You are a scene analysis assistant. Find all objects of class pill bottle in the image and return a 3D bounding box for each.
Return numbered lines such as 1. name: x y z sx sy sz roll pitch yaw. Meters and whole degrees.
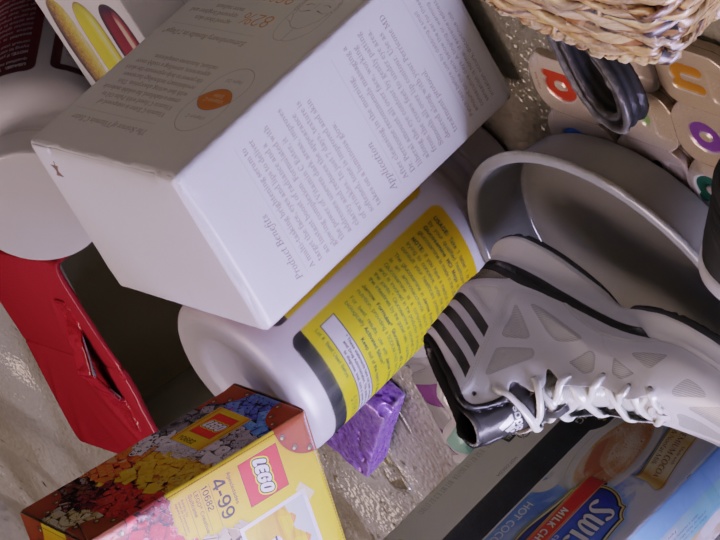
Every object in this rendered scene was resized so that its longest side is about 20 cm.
1. pill bottle: 0.000 0.000 1.616 0.112 0.200 0.113 38 156 20
2. pill bottle: -0.193 -0.103 1.770 0.112 0.200 0.113 1 131 1

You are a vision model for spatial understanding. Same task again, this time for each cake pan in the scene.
1. cake pan: 0.145 0.003 1.533 0.200 0.037 0.201 36 155 20

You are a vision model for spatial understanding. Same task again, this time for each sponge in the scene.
1. sponge: -0.054 0.057 2.038 0.200 0.030 0.112 40 157 15

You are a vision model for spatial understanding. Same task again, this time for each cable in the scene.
1. cable: 0.076 -0.152 1.398 0.097 0.050 0.201 15 133 51

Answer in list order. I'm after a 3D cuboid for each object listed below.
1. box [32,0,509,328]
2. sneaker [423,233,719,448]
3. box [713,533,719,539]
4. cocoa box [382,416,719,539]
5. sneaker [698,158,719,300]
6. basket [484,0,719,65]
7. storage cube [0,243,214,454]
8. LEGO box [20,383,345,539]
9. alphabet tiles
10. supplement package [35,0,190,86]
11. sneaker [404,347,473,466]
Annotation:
1. box: -0.049 -0.082 1.544 0.152 0.200 0.107 16 143 53
2. sneaker: 0.118 0.070 1.494 0.200 0.115 0.076 29 152 30
3. box: 0.287 0.164 1.506 0.152 0.106 0.200 46 158 2
4. cocoa box: 0.123 0.178 1.697 0.131 0.200 0.134 27 148 38
5. sneaker: 0.242 0.002 1.344 0.200 0.071 0.099 28 155 29
6. basket: 0.087 -0.201 1.193 0.200 0.143 0.149 39 158 16
7. storage cube: -0.124 0.008 1.862 0.180 0.200 0.171 9 133 61
8. LEGO box: -0.079 0.188 1.558 0.077 0.149 0.201 17 131 53
9. alphabet tiles: 0.175 -0.048 1.466 0.195 0.015 0.200 22 148 41
10. supplement package: -0.121 -0.179 1.649 0.114 0.110 0.200 12 140 55
11. sneaker: 0.040 0.035 1.783 0.140 0.078 0.201 30 144 38
